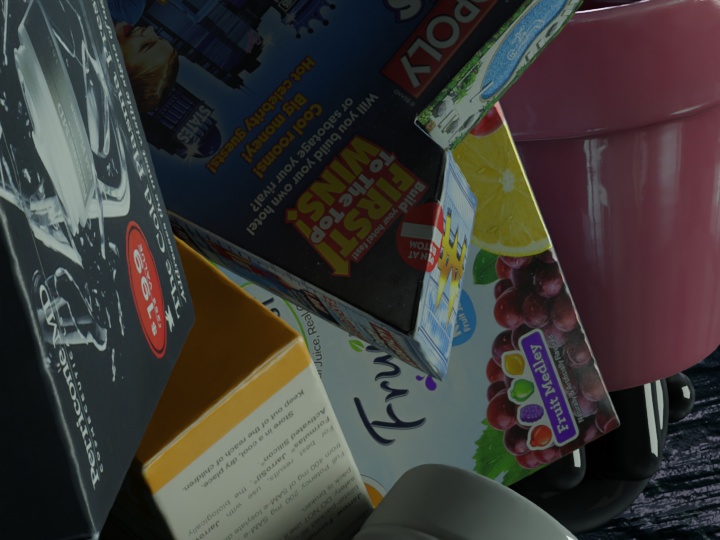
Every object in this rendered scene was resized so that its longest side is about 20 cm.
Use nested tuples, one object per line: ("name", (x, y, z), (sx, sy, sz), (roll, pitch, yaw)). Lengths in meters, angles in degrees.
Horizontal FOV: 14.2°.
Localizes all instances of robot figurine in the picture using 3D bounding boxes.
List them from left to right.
("robot figurine", (0.072, 0.069, 1.403), (0.150, 0.125, 0.200), (35, -15, -19))

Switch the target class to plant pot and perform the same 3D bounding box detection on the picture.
("plant pot", (0.091, -0.053, 1.253), (0.200, 0.199, 0.180), (-82, 165, -69))

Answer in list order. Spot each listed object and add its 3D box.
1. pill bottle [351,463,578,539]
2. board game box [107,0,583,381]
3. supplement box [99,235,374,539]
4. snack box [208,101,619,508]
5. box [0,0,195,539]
("pill bottle", (-0.007, 0.163, 0.902), (0.200, 0.119, 0.120), (-52, 143, -26))
("board game box", (-0.012, -0.069, 0.998), (0.200, 0.200, 0.062), (42, -3, 20))
("supplement box", (-0.057, 0.078, 0.996), (0.126, 0.073, 0.200), (36, -22, 40))
("snack box", (0.000, 0.000, 1.112), (0.201, 0.142, 0.053), (68, -14, -17))
("box", (-0.127, -0.039, 0.765), (0.182, 0.104, 0.201), (-73, 149, -72))
